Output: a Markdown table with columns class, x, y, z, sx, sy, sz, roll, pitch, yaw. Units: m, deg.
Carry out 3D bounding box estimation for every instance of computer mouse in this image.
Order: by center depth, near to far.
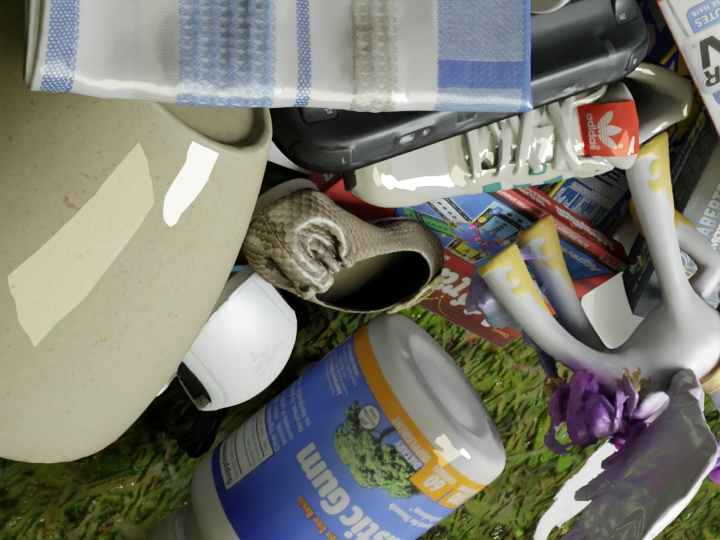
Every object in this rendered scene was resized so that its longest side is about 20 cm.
| class | x | y | z | sx | sy | sz | roll | pitch | yaw |
| --- | --- | --- | --- | --- | --- | --- | --- | --- | --- |
| computer mouse | -0.063 | 0.048 | 0.730 | 0.110 | 0.044 | 0.200 | -46 | 176 | -9 |

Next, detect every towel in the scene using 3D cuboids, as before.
| class | x | y | z | sx | sy | sz | roll | pitch | yaw |
| --- | --- | --- | --- | --- | --- | --- | --- | --- | --- |
| towel | -0.027 | -0.133 | 0.510 | 0.197 | 0.024 | 0.149 | 1 | 85 | -18 |

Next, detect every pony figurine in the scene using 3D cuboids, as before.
| class | x | y | z | sx | sy | sz | roll | pitch | yaw |
| --- | --- | --- | --- | --- | --- | --- | --- | --- | --- |
| pony figurine | 0.146 | 0.060 | 0.731 | 0.192 | 0.201 | 0.167 | -35 | 179 | -6 |

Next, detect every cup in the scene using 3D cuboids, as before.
| class | x | y | z | sx | sy | sz | roll | pitch | yaw |
| --- | --- | --- | --- | --- | --- | --- | --- | --- | --- |
| cup | -0.120 | -0.045 | 0.572 | 0.143 | 0.202 | 0.199 | -39 | 140 | 25 |

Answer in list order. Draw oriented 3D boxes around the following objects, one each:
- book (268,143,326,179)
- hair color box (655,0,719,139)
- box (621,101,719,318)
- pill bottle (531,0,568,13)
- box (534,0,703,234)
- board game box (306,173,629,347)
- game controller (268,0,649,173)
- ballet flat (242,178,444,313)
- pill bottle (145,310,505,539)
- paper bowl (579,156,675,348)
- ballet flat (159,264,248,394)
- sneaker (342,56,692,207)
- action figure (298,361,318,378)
| class | x | y | z | sx | sy | sz | roll | pitch | yaw |
| --- | --- | --- | --- | --- | --- | --- | --- | --- | --- |
| book | 0.030 | -0.135 | 0.720 | 0.132 | 0.048 | 0.201 | 14 | 119 | -38 |
| hair color box | 0.222 | -0.101 | 0.686 | 0.110 | 0.064 | 0.201 | -26 | 116 | 16 |
| box | 0.258 | -0.045 | 0.782 | 0.156 | 0.051 | 0.202 | 15 | 119 | -8 |
| pill bottle | 0.127 | -0.207 | 0.619 | 0.200 | 0.111 | 0.112 | -43 | 142 | -18 |
| box | 0.166 | -0.117 | 0.803 | 0.064 | 0.070 | 0.200 | 22 | 115 | -42 |
| board game box | 0.055 | -0.018 | 0.784 | 0.103 | 0.020 | 0.199 | -34 | 138 | 30 |
| game controller | 0.036 | -0.110 | 0.638 | 0.198 | 0.105 | 0.042 | -20 | 145 | -23 |
| ballet flat | 0.000 | 0.000 | 0.690 | 0.067 | 0.047 | 0.200 | -41 | 160 | 10 |
| pill bottle | -0.025 | 0.125 | 0.788 | 0.199 | 0.113 | 0.112 | -40 | 139 | 14 |
| paper bowl | 0.223 | -0.013 | 0.915 | 0.198 | 0.105 | 0.202 | -18 | 135 | -18 |
| ballet flat | -0.142 | 0.035 | 0.748 | 0.198 | 0.072 | 0.069 | -1 | 164 | -31 |
| sneaker | 0.082 | -0.075 | 0.675 | 0.198 | 0.093 | 0.071 | -18 | 112 | -39 |
| action figure | -0.020 | 0.173 | 0.890 | 0.201 | 0.133 | 0.149 | -59 | 169 | -6 |
